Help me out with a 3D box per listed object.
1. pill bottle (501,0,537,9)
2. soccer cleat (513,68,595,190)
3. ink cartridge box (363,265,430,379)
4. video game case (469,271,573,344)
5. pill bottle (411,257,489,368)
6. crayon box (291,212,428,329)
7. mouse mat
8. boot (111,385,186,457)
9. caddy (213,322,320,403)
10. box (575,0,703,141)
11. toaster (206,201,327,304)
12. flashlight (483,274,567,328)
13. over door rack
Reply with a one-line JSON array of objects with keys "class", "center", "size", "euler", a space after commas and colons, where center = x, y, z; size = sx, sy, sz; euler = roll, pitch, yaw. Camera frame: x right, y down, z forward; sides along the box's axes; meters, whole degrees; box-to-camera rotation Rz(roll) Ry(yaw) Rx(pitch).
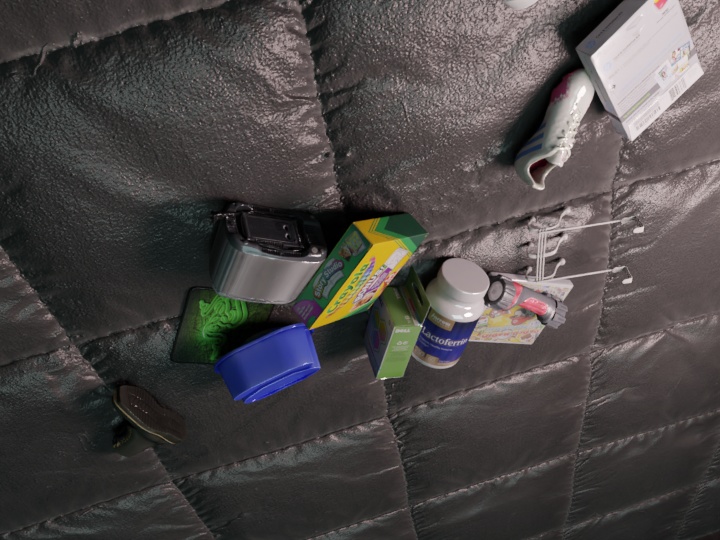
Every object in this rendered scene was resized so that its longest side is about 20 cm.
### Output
[{"class": "pill bottle", "center": [0.146, -0.405, 0.863], "size": [0.199, 0.113, 0.113], "euler": [23, 123, -36]}, {"class": "soccer cleat", "center": [0.318, -0.217, 1.129], "size": [0.069, 0.087, 0.201], "euler": [8, 130, -26]}, {"class": "ink cartridge box", "center": [0.063, 0.100, 1.339], "size": [0.059, 0.104, 0.201], "euler": [-1, 134, -19]}, {"class": "video game case", "center": [0.312, 0.082, 1.468], "size": [0.199, 0.023, 0.183], "euler": [5, 131, -24]}, {"class": "pill bottle", "center": [0.166, 0.081, 1.349], "size": [0.115, 0.116, 0.201], "euler": [1, 132, -20]}, {"class": "crayon box", "center": [0.000, 0.000, 1.195], "size": [0.172, 0.058, 0.200], "euler": [-16, 149, -54]}, {"class": "mouse mat", "center": [-0.253, 0.108, 1.307], "size": [0.160, 0.008, 0.201], "euler": [6, 130, -24]}, {"class": "boot", "center": [-0.452, 0.307, 1.389], "size": [0.138, 0.078, 0.200], "euler": [-24, 135, 11]}, {"class": "caddy", "center": [-0.170, 0.162, 1.315], "size": [0.199, 0.105, 0.141], "euler": [-25, 162, 0]}, {"class": "box", "center": [0.426, -0.316, 1.079], "size": [0.156, 0.041, 0.200], "euler": [-44, 134, 6]}, {"class": "toaster", "center": [-0.159, -0.024, 1.133], "size": [0.199, 0.114, 0.130], "euler": [6, 133, -28]}, {"class": "flashlight", "center": [0.324, 0.066, 1.393], "size": [0.199, 0.068, 0.068], "euler": [23, 122, -34]}, {"class": "over door rack", "center": [0.411, -0.045, 1.334], "size": [0.198, 0.067, 0.148], "euler": [-1, 137, 11]}]
